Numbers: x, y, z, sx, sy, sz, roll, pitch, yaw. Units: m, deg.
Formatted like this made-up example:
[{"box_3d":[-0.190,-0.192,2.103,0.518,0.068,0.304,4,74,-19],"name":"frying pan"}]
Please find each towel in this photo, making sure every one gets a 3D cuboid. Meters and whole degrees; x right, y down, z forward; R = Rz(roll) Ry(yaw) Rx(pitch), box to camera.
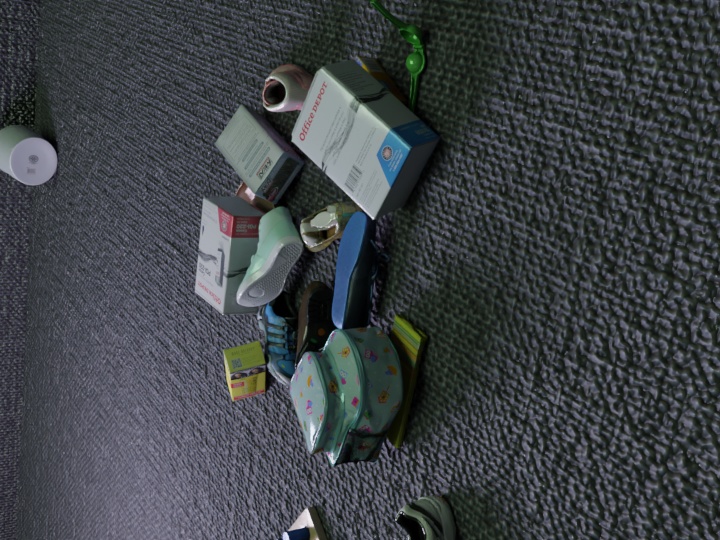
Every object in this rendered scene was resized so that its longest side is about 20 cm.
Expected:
[{"box_3d":[0.062,0.177,1.506,0.086,0.018,0.202,42,127,54],"name":"towel"}]

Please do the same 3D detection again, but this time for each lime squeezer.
[{"box_3d":[0.072,-0.323,1.416,0.037,0.071,0.202,6,129,35],"name":"lime squeezer"}]

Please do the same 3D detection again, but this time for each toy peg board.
[{"box_3d":[-0.129,0.582,1.748,0.201,0.097,0.201,-56,48,41],"name":"toy peg board"}]

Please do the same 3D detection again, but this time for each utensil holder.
[{"box_3d":[-1.108,-0.381,3.106,0.199,0.168,0.172,25,113,50],"name":"utensil holder"}]

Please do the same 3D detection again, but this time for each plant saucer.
[{"box_3d":[-0.200,-0.085,1.865,0.199,0.036,0.203,8,100,56],"name":"plant saucer"}]

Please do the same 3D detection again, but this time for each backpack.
[{"box_3d":[-0.020,0.190,1.490,0.201,0.152,0.177,-59,37,34],"name":"backpack"}]

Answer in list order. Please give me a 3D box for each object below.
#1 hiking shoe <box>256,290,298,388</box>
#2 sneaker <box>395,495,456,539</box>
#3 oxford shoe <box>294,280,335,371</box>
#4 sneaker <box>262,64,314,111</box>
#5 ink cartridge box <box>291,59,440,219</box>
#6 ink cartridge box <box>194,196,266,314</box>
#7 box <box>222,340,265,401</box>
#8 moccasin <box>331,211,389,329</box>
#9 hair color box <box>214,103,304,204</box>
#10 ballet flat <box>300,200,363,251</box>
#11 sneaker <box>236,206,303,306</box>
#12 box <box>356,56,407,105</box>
[{"box_3d":[-0.141,0.128,1.756,0.087,0.074,0.201,-59,46,41],"name":"hiking shoe"},{"box_3d":[0.109,0.438,1.388,0.076,0.087,0.202,-48,55,44],"name":"sneaker"},{"box_3d":[-0.081,0.114,1.682,0.084,0.072,0.203,-129,48,-64],"name":"oxford shoe"},{"box_3d":[-0.146,-0.333,1.706,0.200,0.104,0.076,31,120,53],"name":"sneaker"},{"box_3d":[0.004,-0.204,1.448,0.200,0.083,0.146,45,132,18],"name":"ink cartridge box"},{"box_3d":[-0.255,-0.030,1.846,0.145,0.084,0.203,30,118,52],"name":"ink cartridge box"},{"box_3d":[-0.223,0.197,1.821,0.200,0.074,0.051,107,147,-66],"name":"box"},{"box_3d":[0.000,0.000,1.543,0.080,0.067,0.202,44,127,55],"name":"moccasin"},{"box_3d":[-0.195,-0.225,1.799,0.099,0.060,0.200,-53,45,13],"name":"hair color box"},{"box_3d":[-0.067,-0.078,1.637,0.199,0.070,0.072,-19,76,56],"name":"ballet flat"},{"box_3d":[-0.174,-0.027,1.757,0.201,0.073,0.119,-50,40,33],"name":"sneaker"},{"box_3d":[-0.001,-0.234,1.551,0.120,0.041,0.201,58,135,36],"name":"box"}]
